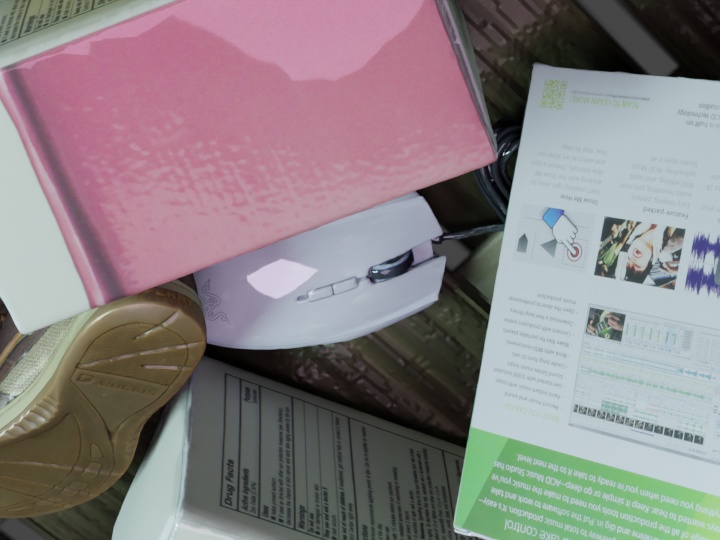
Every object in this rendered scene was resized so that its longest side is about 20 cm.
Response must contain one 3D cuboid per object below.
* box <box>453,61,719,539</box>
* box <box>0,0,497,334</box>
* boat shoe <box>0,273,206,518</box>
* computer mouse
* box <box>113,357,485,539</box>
[{"bbox_3d":[0.114,0.023,0.717,0.036,0.144,0.201,10,92,-46],"label":"box"},{"bbox_3d":[-0.060,-0.079,0.702,0.199,0.128,0.109,-20,118,8],"label":"box"},{"bbox_3d":[-0.129,0.044,0.801,0.072,0.072,0.200,14,139,-26],"label":"boat shoe"},{"bbox_3d":[0.000,0.000,0.796,0.199,0.044,0.110,-11,119,2],"label":"computer mouse"},{"bbox_3d":[-0.007,0.143,0.817,0.199,0.128,0.109,20,116,-13],"label":"box"}]
